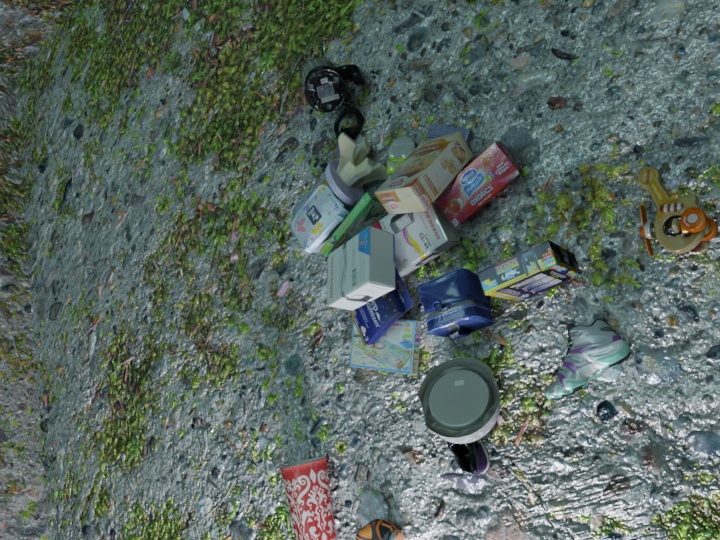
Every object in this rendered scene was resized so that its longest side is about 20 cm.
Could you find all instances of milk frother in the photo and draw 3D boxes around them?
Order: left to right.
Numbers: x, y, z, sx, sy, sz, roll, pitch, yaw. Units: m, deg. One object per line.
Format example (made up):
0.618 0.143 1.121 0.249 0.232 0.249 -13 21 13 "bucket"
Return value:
-0.083 -0.499 1.752 0.189 0.176 0.204 -107 19 -61 "milk frother"

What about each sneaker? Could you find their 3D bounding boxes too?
0.031 0.719 1.492 0.111 0.077 0.204 15 81 40 "sneaker"
0.103 -0.260 1.604 0.074 0.106 0.203 10 54 7 "sneaker"
0.229 0.373 1.391 0.075 0.087 0.203 -39 62 24 "sneaker"
0.454 0.173 1.278 0.199 0.077 0.141 -37 61 14 "sneaker"

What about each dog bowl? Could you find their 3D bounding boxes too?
0.229 0.301 1.373 0.196 0.059 0.203 -16 44 16 "dog bowl"

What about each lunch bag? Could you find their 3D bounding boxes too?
-0.104 -0.161 1.663 0.170 0.126 0.202 -45 29 22 "lunch bag"
0.222 0.087 1.379 0.134 0.199 0.135 -22 72 24 "lunch bag"

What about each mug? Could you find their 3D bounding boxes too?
-0.133 0.616 1.613 0.130 0.178 0.205 -12 76 -4 "mug"

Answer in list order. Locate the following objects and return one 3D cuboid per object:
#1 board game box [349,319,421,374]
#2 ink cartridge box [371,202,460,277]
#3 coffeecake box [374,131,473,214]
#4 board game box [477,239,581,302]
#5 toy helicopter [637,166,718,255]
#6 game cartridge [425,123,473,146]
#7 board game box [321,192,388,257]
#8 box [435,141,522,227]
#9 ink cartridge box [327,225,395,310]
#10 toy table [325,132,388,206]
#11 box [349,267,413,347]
0.064 0.194 1.576 0.197 0.034 0.138 1 83 36 "board game box"
0.133 -0.090 1.527 0.198 0.085 0.150 -33 74 32 "ink cartridge box"
0.151 -0.229 1.435 0.201 0.073 0.152 -49 24 -22 "coffeecake box"
0.366 0.006 1.288 0.163 0.198 0.058 -26 70 28 "board game box"
0.616 -0.122 1.222 0.132 0.078 0.203 -39 51 34 "toy helicopter"
0.208 -0.274 1.556 0.128 0.038 0.204 19 93 41 "game cartridge"
0.001 -0.105 1.611 0.201 0.133 0.029 -49 50 18 "board game box"
0.280 -0.205 1.433 0.199 0.099 0.096 -41 86 24 "box"
0.000 0.000 1.506 0.199 0.082 0.149 -30 53 52 "ink cartridge box"
-0.012 -0.274 1.637 0.117 0.182 0.202 -46 36 23 "toy table"
0.047 0.091 1.531 0.200 0.032 0.123 -48 56 38 "box"
